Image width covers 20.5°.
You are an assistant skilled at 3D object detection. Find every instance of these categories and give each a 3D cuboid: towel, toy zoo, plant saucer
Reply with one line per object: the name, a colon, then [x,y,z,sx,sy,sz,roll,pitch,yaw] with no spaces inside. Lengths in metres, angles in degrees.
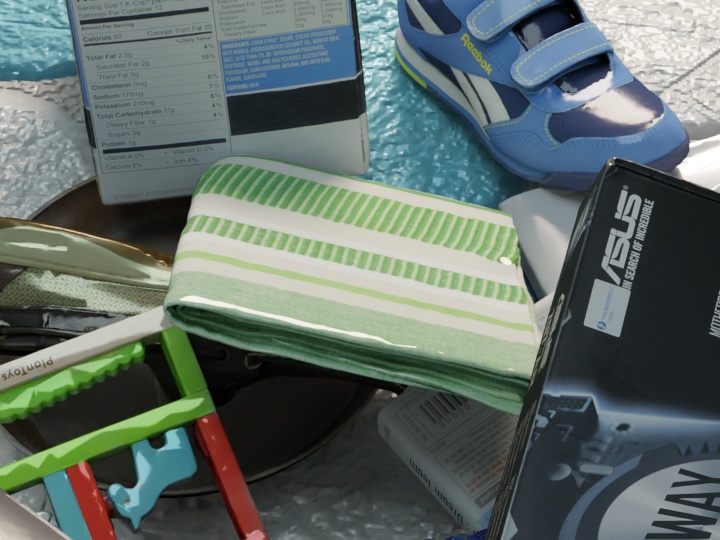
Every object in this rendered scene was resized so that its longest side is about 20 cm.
towel: [0.000,0.000,0.824,0.152,0.024,0.200,14,20,-5]
toy zoo: [-0.096,0.127,0.768,0.131,0.020,0.201,-21,80,-11]
plant saucer: [-0.078,0.027,0.905,0.199,0.032,0.201,-2,49,2]

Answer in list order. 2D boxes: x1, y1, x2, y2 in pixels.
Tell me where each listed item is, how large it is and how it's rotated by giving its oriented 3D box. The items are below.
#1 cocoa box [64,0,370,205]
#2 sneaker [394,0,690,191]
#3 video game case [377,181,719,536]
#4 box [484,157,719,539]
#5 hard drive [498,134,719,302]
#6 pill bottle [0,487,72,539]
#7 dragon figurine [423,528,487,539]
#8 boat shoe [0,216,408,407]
cocoa box: [-0.073,-0.146,0.965,0.132,0.132,0.200,-7,37,-2]
sneaker: [0.080,-0.107,0.963,0.074,0.083,0.200,-26,44,-26]
video game case: [0.138,0.070,0.818,0.199,0.024,0.182,-32,58,-19]
box: [0.134,0.075,0.708,0.159,0.044,0.201,20,63,-1]
hard drive: [0.158,0.026,0.890,0.131,0.025,0.201,-16,49,-9]
pill bottle: [-0.126,0.136,0.653,0.199,0.113,0.113,30,57,21]
dragon figurine: [-0.012,0.175,0.724,0.200,0.059,0.100,-35,85,-25]
boat shoe: [-0.073,0.029,0.843,0.199,0.073,0.065,14,85,2]
